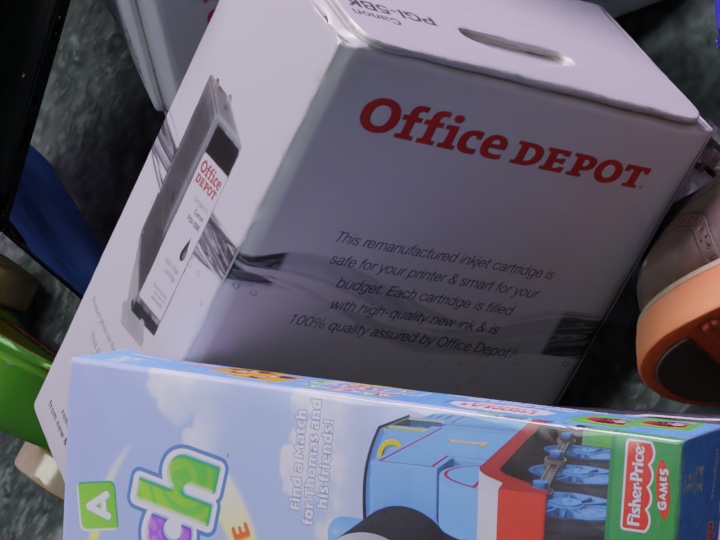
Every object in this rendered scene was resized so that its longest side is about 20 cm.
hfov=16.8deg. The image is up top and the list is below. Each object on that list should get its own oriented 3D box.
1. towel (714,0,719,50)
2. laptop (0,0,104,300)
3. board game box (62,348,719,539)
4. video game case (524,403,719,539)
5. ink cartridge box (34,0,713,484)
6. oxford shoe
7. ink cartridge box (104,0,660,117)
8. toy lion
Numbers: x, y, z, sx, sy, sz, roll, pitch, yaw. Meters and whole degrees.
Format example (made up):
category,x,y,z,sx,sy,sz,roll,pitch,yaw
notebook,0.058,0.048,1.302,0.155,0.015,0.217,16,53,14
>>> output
category,x,y,z,sx,sy,sz,roll,pitch,yaw
towel,0.205,-0.133,0.775,0.199,0.049,0.149,-9,64,42
laptop,-0.122,-0.085,0.978,0.187,0.115,0.201,51,130,46
board game box,0.002,0.109,0.701,0.199,0.037,0.153,6,96,30
video game case,0.124,0.133,0.690,0.198,0.025,0.182,2,75,28
ink cartridge box,0.000,0.000,0.803,0.201,0.146,0.083,-62,37,25
oxford shoe,0.162,-0.032,0.752,0.199,0.071,0.073,-29,46,32
ink cartridge box,-0.005,-0.158,0.861,0.199,0.146,0.145,-21,46,-11
toy lion,-0.196,0.013,0.994,0.200,0.191,0.069,30,91,48
